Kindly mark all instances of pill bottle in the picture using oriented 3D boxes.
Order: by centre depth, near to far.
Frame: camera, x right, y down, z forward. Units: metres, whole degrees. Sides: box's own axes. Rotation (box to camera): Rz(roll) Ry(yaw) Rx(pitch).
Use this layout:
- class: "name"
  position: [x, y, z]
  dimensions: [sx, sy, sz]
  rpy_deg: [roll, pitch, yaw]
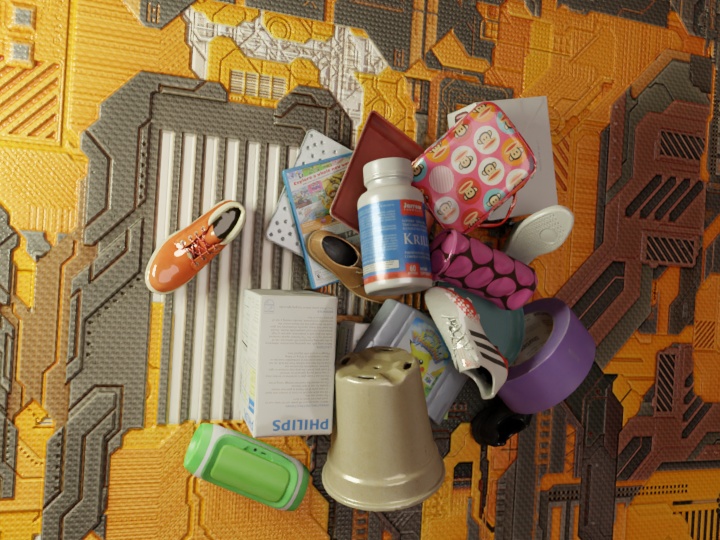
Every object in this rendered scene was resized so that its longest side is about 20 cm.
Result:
- class: "pill bottle"
  position: [0.052, -0.068, 1.099]
  dimensions: [0.109, 0.112, 0.206]
  rpy_deg: [-3, 81, -19]

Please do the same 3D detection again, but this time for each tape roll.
- class: "tape roll"
  position: [0.314, 0.151, 1.244]
  dimensions: [0.085, 0.199, 0.201]
  rpy_deg: [45, 77, -16]

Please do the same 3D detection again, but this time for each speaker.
- class: "speaker"
  position: [-0.184, 0.322, 1.130]
  dimensions: [0.197, 0.088, 0.090]
  rpy_deg: [28, 82, -18]

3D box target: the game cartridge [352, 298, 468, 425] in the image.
- class: "game cartridge"
  position: [0.094, 0.147, 1.164]
  dimensions: [0.199, 0.040, 0.135]
  rpy_deg: [39, 72, -14]

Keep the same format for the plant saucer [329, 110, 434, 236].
- class: "plant saucer"
  position: [0.049, -0.134, 1.193]
  dimensions: [0.197, 0.036, 0.204]
  rpy_deg: [31, 71, -27]

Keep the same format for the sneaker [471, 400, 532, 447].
- class: "sneaker"
  position: [0.298, 0.256, 1.300]
  dimensions: [0.076, 0.090, 0.201]
  rpy_deg: [44, 76, -14]

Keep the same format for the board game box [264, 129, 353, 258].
- class: "board game box"
  position: [-0.044, -0.107, 1.203]
  dimensions: [0.196, 0.026, 0.204]
  rpy_deg: [25, 83, -18]

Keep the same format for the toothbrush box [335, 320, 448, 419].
- class: "toothbrush box"
  position: [0.059, 0.174, 1.214]
  dimensions: [0.195, 0.086, 0.150]
  rpy_deg: [8, 87, -21]

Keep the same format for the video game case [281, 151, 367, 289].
- class: "video game case"
  position: [-0.043, -0.087, 1.181]
  dimensions: [0.140, 0.018, 0.206]
  rpy_deg: [-17, 97, -18]

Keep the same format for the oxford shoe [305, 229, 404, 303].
- class: "oxford shoe"
  position: [0.000, 0.000, 1.152]
  dimensions: [0.197, 0.071, 0.073]
  rpy_deg: [30, 80, -20]

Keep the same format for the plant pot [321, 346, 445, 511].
- class: "plant pot"
  position: [0.031, 0.226, 1.060]
  dimensions: [0.195, 0.200, 0.189]
  rpy_deg: [-9, 107, -19]

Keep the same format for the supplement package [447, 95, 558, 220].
- class: "supplement package"
  position: [0.258, -0.200, 1.265]
  dimensions: [0.152, 0.110, 0.206]
  rpy_deg: [-9, 94, -19]

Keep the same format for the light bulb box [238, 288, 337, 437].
- class: "light bulb box"
  position: [-0.119, 0.136, 1.089]
  dimensions: [0.121, 0.198, 0.206]
  rpy_deg: [2, 91, -17]

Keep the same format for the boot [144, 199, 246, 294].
- class: "boot"
  position: [-0.258, -0.040, 1.086]
  dimensions: [0.200, 0.107, 0.075]
  rpy_deg: [-45, 106, -12]

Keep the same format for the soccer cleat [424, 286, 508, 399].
- class: "soccer cleat"
  position: [0.166, 0.114, 1.102]
  dimensions: [0.202, 0.068, 0.085]
  rpy_deg: [53, 42, -12]

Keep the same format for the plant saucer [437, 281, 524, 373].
- class: "plant saucer"
  position: [0.202, 0.077, 1.194]
  dimensions: [0.196, 0.027, 0.206]
  rpy_deg: [11, 69, -29]

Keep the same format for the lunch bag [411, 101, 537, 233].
- class: "lunch bag"
  position: [0.192, -0.157, 1.153]
  dimensions: [0.199, 0.082, 0.178]
  rpy_deg: [-38, 90, 9]

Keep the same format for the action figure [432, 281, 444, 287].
- class: "action figure"
  position: [0.182, 0.019, 1.256]
  dimensions: [0.196, 0.069, 0.134]
  rpy_deg: [21, 69, -28]

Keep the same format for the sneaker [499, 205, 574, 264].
- class: "sneaker"
  position: [0.307, -0.077, 1.213]
  dimensions: [0.073, 0.201, 0.119]
  rpy_deg: [35, 52, -4]

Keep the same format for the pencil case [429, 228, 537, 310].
- class: "pencil case"
  position: [0.199, 0.004, 1.149]
  dimensions: [0.196, 0.091, 0.096]
  rpy_deg: [22, 97, -25]
